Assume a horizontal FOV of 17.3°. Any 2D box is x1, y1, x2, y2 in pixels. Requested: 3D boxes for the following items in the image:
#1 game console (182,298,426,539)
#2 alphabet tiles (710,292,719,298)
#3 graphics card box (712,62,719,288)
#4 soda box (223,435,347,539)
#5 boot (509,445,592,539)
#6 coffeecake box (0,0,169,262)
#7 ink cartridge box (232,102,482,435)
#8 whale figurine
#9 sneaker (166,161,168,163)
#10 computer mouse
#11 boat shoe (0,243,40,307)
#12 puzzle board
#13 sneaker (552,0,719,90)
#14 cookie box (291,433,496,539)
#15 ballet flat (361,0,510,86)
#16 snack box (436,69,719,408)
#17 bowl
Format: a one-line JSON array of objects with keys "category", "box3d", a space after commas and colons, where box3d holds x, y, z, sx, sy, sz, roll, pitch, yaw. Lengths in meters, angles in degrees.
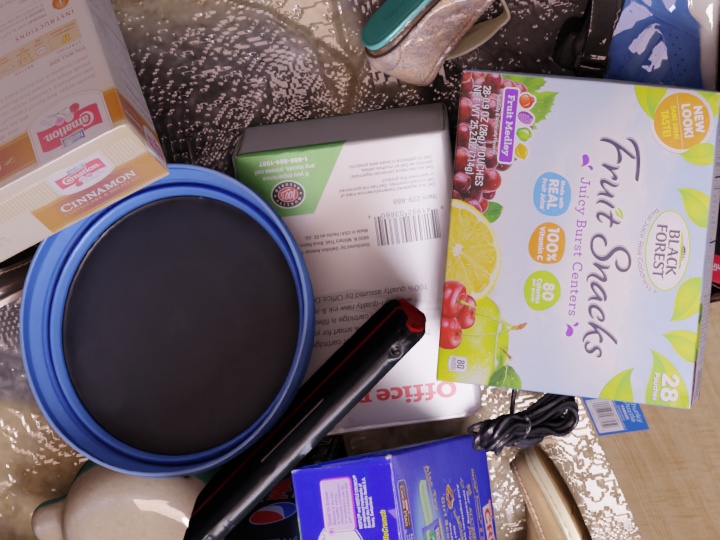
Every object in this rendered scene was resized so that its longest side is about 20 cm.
[{"category": "game console", "box3d": [-0.033, 0.099, 1.487, 0.031, 0.177, 0.200, 44, 93, -5]}, {"category": "alphabet tiles", "box3d": [0.298, 0.105, 1.588, 0.015, 0.195, 0.201, -33, 106, -25]}, {"category": "graphics card box", "box3d": [0.287, -0.092, 1.554, 0.125, 0.051, 0.202, -13, 114, -40]}, {"category": "soda box", "box3d": [-0.046, 0.182, 1.596, 0.063, 0.200, 0.071, -10, 106, 11]}, {"category": "boot", "box3d": [0.098, 0.235, 1.680, 0.154, 0.073, 0.201, -18, 108, 7]}, {"category": "coffeecake box", "box3d": [-0.228, -0.121, 1.516, 0.153, 0.073, 0.201, -26, 60, 8]}, {"category": "ink cartridge box", "box3d": [0.000, 0.000, 1.602, 0.145, 0.084, 0.202, -6, 107, 3]}, {"category": "whale figurine", "box3d": [-0.155, 0.195, 1.670, 0.158, 0.104, 0.201, 24, 130, -6]}, {"category": "sneaker", "box3d": [-0.144, -0.051, 1.599, 0.088, 0.081, 0.201, -20, 110, 0]}, {"category": "computer mouse", "box3d": [0.124, 0.024, 1.594, 0.044, 0.109, 0.202, 10, 96, 38]}, {"category": "boat shoe", "box3d": [-0.306, 0.010, 1.621, 0.199, 0.067, 0.057, -18, 110, 10]}, {"category": "puzzle board", "box3d": [0.232, 0.116, 1.631, 0.150, 0.017, 0.201, -12, 109, 42]}, {"category": "sneaker", "box3d": [0.182, -0.124, 1.568, 0.110, 0.077, 0.201, -1, 110, 4]}, {"category": "cookie box", "box3d": [0.032, 0.202, 1.558, 0.075, 0.200, 0.173, -8, 87, 20]}, {"category": "ballet flat", "box3d": [0.087, -0.199, 1.561, 0.200, 0.068, 0.067, -42, 121, 17]}, {"category": "snack box", "box3d": [0.142, -0.022, 1.509, 0.167, 0.068, 0.202, 7, 96, 13]}, {"category": "bowl", "box3d": [-0.121, 0.033, 1.513, 0.199, 0.039, 0.202, -3, 81, 18]}]
